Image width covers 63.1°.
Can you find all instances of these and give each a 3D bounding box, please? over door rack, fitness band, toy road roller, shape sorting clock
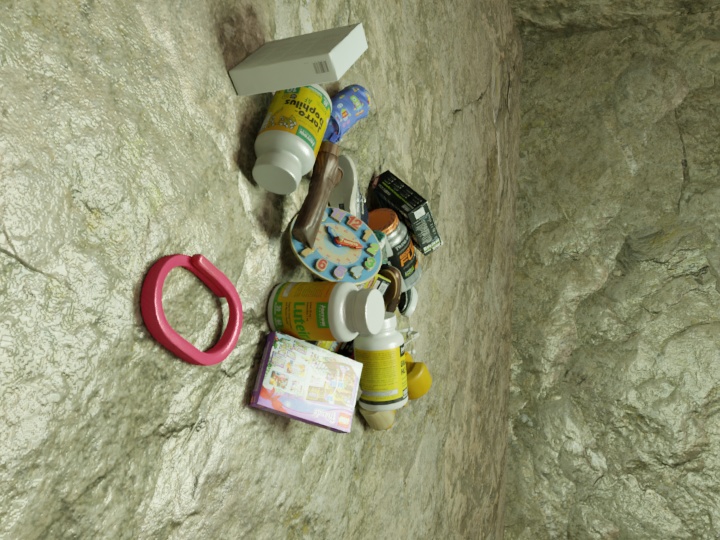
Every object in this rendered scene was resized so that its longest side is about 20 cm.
[{"bbox_3d":[0.123,0.150,1.625,0.200,0.066,0.148,-37,122,-59],"label":"over door rack"},{"bbox_3d":[-0.253,0.061,0.896,0.200,0.037,0.144,55,45,-48],"label":"fitness band"},{"bbox_3d":[0.091,0.294,1.463,0.123,0.146,0.200,62,36,-42],"label":"toy road roller"},{"bbox_3d":[-0.047,-0.054,1.181,0.039,0.200,0.200,-56,-179,41],"label":"shape sorting clock"}]

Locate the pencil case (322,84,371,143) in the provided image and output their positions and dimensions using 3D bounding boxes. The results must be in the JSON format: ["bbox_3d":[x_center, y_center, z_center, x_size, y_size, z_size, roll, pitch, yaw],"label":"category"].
[{"bbox_3d":[-0.042,-0.343,1.288,0.087,0.078,0.200,48,39,-11],"label":"pencil case"}]

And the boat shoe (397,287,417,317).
[{"bbox_3d":[0.105,0.045,1.550,0.057,0.069,0.200,24,33,-20],"label":"boat shoe"}]

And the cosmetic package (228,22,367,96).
[{"bbox_3d":[-0.106,-0.367,1.022,0.151,0.199,0.052,-63,143,-43],"label":"cosmetic package"}]

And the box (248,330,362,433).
[{"bbox_3d":[-0.097,0.211,1.095,0.200,0.039,0.137,26,62,-27],"label":"box"}]

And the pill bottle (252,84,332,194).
[{"bbox_3d":[-0.128,-0.243,1.071,0.113,0.112,0.200,55,43,-49],"label":"pill bottle"}]

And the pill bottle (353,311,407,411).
[{"bbox_3d":[0.043,0.197,1.292,0.112,0.112,0.201,-23,111,-62],"label":"pill bottle"}]

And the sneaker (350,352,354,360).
[{"bbox_3d":[0.017,0.194,1.401,0.090,0.078,0.201,26,52,-36],"label":"sneaker"}]

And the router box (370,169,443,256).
[{"bbox_3d":[0.116,-0.148,1.495,0.062,0.200,0.150,-35,133,-6],"label":"router box"}]

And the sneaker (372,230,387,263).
[{"bbox_3d":[0.000,0.000,1.325,0.200,0.077,0.091,-43,133,-27],"label":"sneaker"}]

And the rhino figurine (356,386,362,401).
[{"bbox_3d":[-0.064,0.240,1.211,0.200,0.087,0.060,36,57,-59],"label":"rhino figurine"}]

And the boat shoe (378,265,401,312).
[{"bbox_3d":[0.065,0.055,1.438,0.070,0.070,0.200,-37,157,-36],"label":"boat shoe"}]

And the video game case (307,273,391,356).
[{"bbox_3d":[-0.022,0.089,1.283,0.200,0.025,0.181,-62,152,2],"label":"video game case"}]

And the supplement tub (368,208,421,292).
[{"bbox_3d":[0.072,-0.049,1.464,0.200,0.122,0.123,65,35,-39],"label":"supplement tub"}]

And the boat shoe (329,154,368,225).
[{"bbox_3d":[-0.025,-0.166,1.334,0.093,0.074,0.201,-38,131,-60],"label":"boat shoe"}]

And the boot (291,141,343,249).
[{"bbox_3d":[-0.086,-0.126,1.147,0.186,0.064,0.201,89,13,-75],"label":"boot"}]

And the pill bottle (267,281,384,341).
[{"bbox_3d":[-0.062,0.076,1.094,0.111,0.199,0.111,6,84,-64],"label":"pill bottle"}]
